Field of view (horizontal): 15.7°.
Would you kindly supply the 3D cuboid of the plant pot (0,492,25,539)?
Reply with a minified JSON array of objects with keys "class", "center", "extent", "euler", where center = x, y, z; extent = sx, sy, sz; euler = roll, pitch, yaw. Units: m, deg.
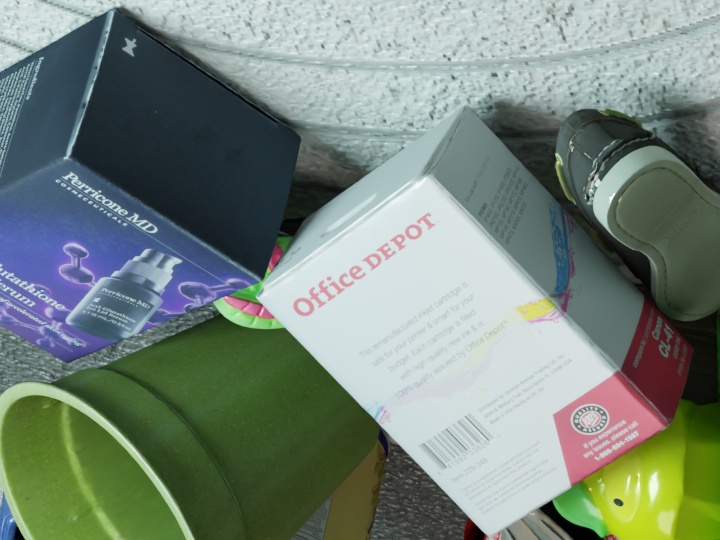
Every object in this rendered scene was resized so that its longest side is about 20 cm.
[{"class":"plant pot","center":[-0.158,0.257,1.952],"extent":[0.199,0.181,0.200],"euler":[-8,144,34]}]

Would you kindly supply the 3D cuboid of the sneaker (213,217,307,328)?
[{"class":"sneaker","center":[0.000,0.000,1.576],"extent":[0.199,0.084,0.077],"euler":[11,111,-21]}]

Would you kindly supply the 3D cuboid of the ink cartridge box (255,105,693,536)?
[{"class":"ink cartridge box","center":[0.066,0.030,1.466],"extent":[0.147,0.086,0.200],"euler":[-34,104,35]}]

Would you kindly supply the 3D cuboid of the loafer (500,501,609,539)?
[{"class":"loafer","center":[0.109,0.133,1.666],"extent":[0.063,0.072,0.200],"euler":[-5,137,27]}]

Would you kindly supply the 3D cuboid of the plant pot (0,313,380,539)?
[{"class":"plant pot","center":[-0.093,0.111,1.615],"extent":[0.200,0.190,0.201],"euler":[31,138,32]}]

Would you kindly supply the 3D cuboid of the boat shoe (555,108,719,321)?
[{"class":"boat shoe","center":[0.166,-0.033,1.456],"extent":[0.061,0.072,0.201],"euler":[48,-178,31]}]

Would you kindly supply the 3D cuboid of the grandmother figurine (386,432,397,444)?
[{"class":"grandmother figurine","center":[0.057,0.095,1.718],"extent":[0.199,0.061,0.121],"euler":[27,156,-18]}]

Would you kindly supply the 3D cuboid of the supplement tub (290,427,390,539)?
[{"class":"supplement tub","center":[-0.065,0.176,1.756],"extent":[0.144,0.201,0.146],"euler":[10,150,6]}]

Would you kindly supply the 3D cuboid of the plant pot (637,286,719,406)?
[{"class":"plant pot","center":[0.193,0.100,1.637],"extent":[0.200,0.093,0.201],"euler":[10,149,6]}]

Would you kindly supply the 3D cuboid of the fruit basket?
[{"class":"fruit basket","center":[0.217,0.117,1.503],"extent":[0.215,0.217,0.155],"euler":[19,176,-11]}]

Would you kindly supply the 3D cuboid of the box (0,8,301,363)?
[{"class":"box","center":[-0.157,-0.044,1.515],"extent":[0.148,0.105,0.200],"euler":[32,145,-29]}]

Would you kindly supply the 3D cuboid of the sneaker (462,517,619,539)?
[{"class":"sneaker","center":[0.153,0.175,1.803],"extent":[0.108,0.068,0.201],"euler":[24,151,-23]}]
